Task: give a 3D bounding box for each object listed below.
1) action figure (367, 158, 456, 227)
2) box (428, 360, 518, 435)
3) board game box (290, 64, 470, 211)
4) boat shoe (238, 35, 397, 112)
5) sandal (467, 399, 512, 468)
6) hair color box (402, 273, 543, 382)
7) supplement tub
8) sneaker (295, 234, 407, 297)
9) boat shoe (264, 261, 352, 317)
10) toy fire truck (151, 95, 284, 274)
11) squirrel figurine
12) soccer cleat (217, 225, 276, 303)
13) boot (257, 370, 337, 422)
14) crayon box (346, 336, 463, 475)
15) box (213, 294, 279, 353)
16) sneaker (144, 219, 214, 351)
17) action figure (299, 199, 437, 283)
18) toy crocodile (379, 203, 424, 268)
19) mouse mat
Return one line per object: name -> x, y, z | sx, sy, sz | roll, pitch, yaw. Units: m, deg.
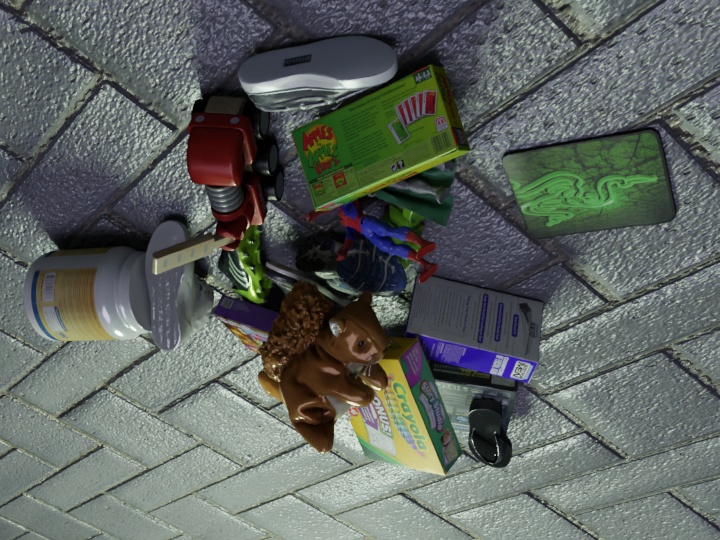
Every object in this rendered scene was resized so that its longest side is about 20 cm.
action figure -> 0.022, -0.131, 1.142 | 0.196, 0.054, 0.121 | 14, 102, 28
box -> 0.163, 0.213, 1.555 | 0.195, 0.052, 0.159 | 8, 141, 7
board game box -> 0.022, -0.154, 1.084 | 0.197, 0.104, 0.047 | -20, 176, 26
boat shoe -> -0.045, -0.220, 1.071 | 0.195, 0.073, 0.068 | -4, 144, 19
sandal -> 0.215, 0.289, 1.559 | 0.074, 0.044, 0.202 | -2, 141, 17
hair color box -> 0.166, 0.084, 1.348 | 0.195, 0.111, 0.065 | 12, 142, 4
supplement tub -> -0.415, 0.038, 1.450 | 0.196, 0.147, 0.146 | -2, 140, 21
sneaker -> 0.000, 0.000, 1.308 | 0.198, 0.078, 0.085 | 18, 166, 43
boat shoe -> -0.078, 0.043, 1.367 | 0.073, 0.061, 0.199 | 30, 180, 40
toy fire truck -> -0.189, -0.097, 1.163 | 0.126, 0.203, 0.178 | 5, 142, 11
squirrel figurine -> -0.049, 0.104, 1.244 | 0.199, 0.141, 0.189 | 40, 134, 19
soccer cleat -> -0.183, -0.023, 1.369 | 0.079, 0.068, 0.202 | 16, 144, 19
boot -> -0.132, 0.205, 1.582 | 0.142, 0.072, 0.202 | 23, 163, 34
crayon box -> 0.046, 0.198, 1.365 | 0.171, 0.058, 0.203 | 0, 119, 48
box -> -0.126, 0.110, 1.465 | 0.197, 0.040, 0.137 | 16, 158, 31
sneaker -> -0.280, 0.012, 1.434 | 0.072, 0.115, 0.205 | 11, 107, 16
action figure -> -0.001, -0.042, 1.202 | 0.199, 0.098, 0.066 | 36, 148, 38
toy crocodile -> 0.063, -0.076, 1.227 | 0.067, 0.061, 0.202 | 41, 150, 26
mouse mat -> 0.291, -0.104, 1.158 | 0.196, 0.008, 0.162 | -6, 137, 26
